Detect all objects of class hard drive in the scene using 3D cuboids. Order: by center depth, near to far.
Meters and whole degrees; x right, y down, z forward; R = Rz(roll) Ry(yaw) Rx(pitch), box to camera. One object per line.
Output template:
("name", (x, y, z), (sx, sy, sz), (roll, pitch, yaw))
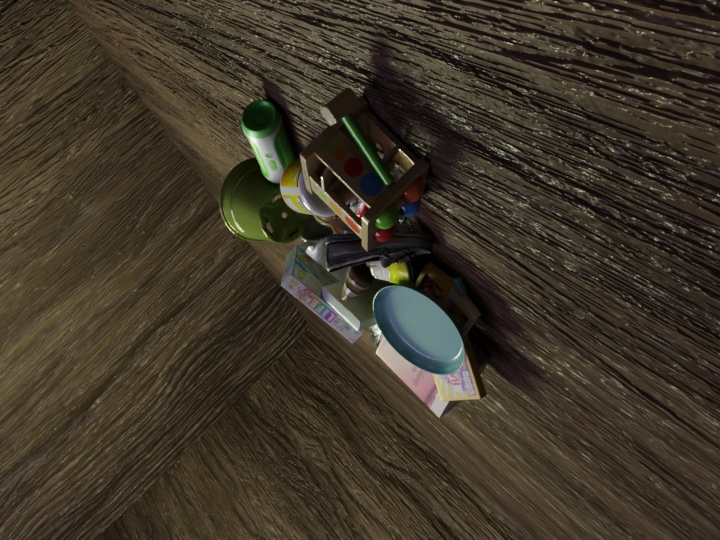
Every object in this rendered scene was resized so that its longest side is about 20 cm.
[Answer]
("hard drive", (0.034, 0.054, 1.395), (0.131, 0.197, 0.027), (39, 129, 38))

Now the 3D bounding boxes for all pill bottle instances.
("pill bottle", (-0.091, -0.163, 1.314), (0.110, 0.109, 0.199), (51, 169, -19))

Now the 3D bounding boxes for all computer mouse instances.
("computer mouse", (0.082, -0.057, 1.204), (0.058, 0.034, 0.202), (38, 165, 43))

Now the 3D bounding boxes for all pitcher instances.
("pitcher", (-0.098, -0.007, 1.591), (0.118, 0.173, 0.204), (9, 128, 22))

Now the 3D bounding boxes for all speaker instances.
("speaker", (-0.185, -0.261, 1.411), (0.088, 0.088, 0.201), (43, 168, 20))

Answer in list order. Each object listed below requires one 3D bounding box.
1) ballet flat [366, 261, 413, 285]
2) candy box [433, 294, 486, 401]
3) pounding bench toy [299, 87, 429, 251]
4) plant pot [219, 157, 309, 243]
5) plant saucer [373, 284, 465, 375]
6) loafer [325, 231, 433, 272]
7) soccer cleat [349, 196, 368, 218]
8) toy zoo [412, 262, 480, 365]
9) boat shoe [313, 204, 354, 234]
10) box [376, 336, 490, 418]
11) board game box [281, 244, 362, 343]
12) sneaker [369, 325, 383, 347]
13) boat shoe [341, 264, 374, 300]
("ballet flat", (0.045, -0.016, 1.267), (0.201, 0.065, 0.069), (-118, 15, -67))
("candy box", (0.166, 0.148, 1.299), (0.101, 0.026, 0.205), (-14, 96, 48))
("pounding bench toy", (0.012, -0.140, 0.951), (0.156, 0.124, 0.201), (45, 169, 12))
("plant pot", (-0.205, -0.143, 1.572), (0.201, 0.200, 0.189), (53, 169, -30))
("plant saucer", (0.108, 0.102, 1.228), (0.197, 0.027, 0.203), (29, 142, 25))
("loafer", (0.030, -0.027, 1.172), (0.195, 0.065, 0.072), (0, 165, 22))
("soccer cleat", (0.010, -0.109, 1.209), (0.086, 0.068, 0.200), (55, 178, 14))
("toy zoo", (0.141, 0.077, 1.241), (0.131, 0.020, 0.202), (46, 140, 20))
("boat shoe", (-0.047, -0.124, 1.421), (0.200, 0.070, 0.069), (47, 140, 50))
("box", (0.147, 0.178, 1.424), (0.200, 0.108, 0.130), (43, 132, 23))
("board game box", (-0.077, 0.048, 1.442), (0.199, 0.034, 0.135), (41, -159, -18))
("sneaker", (0.057, 0.113, 1.512), (0.201, 0.071, 0.073), (102, 147, -65))
("boat shoe", (0.000, 0.000, 1.370), (0.071, 0.077, 0.200), (38, -154, 2))
